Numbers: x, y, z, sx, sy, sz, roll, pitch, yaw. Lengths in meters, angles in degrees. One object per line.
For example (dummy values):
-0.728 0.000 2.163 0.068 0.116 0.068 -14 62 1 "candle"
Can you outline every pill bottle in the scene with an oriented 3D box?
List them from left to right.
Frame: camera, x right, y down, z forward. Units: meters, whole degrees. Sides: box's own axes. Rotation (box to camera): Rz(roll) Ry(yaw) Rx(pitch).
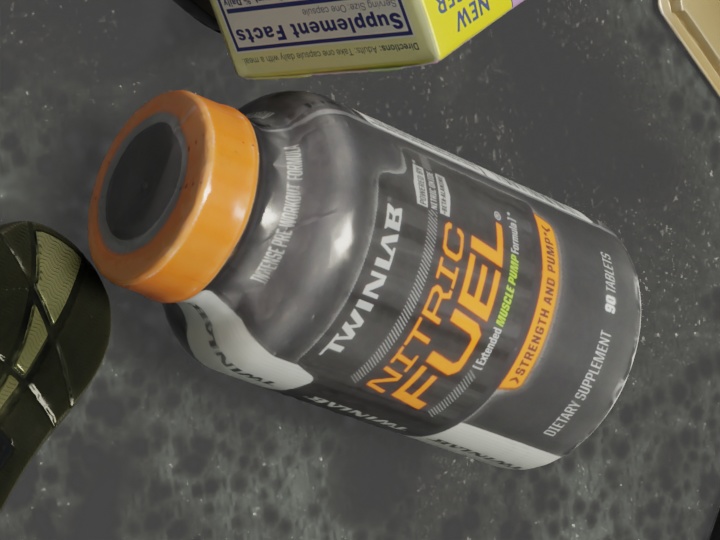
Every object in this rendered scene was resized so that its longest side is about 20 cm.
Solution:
0.000 0.000 0.792 0.200 0.106 0.106 21 76 -36 "pill bottle"

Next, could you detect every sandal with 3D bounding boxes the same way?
-0.152 0.060 0.704 0.080 0.057 0.201 58 42 -16 "sandal"

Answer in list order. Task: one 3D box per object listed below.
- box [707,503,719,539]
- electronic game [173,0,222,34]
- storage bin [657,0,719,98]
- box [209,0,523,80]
0.225 0.204 1.006 0.200 0.050 0.158 34 69 -33 "box"
-0.030 -0.183 0.812 0.200 0.042 0.200 -1 91 -47 "electronic game"
0.266 -0.098 0.949 0.199 0.200 0.094 48 60 -28 "storage bin"
0.012 -0.194 0.756 0.176 0.097 0.200 -38 117 -41 "box"
